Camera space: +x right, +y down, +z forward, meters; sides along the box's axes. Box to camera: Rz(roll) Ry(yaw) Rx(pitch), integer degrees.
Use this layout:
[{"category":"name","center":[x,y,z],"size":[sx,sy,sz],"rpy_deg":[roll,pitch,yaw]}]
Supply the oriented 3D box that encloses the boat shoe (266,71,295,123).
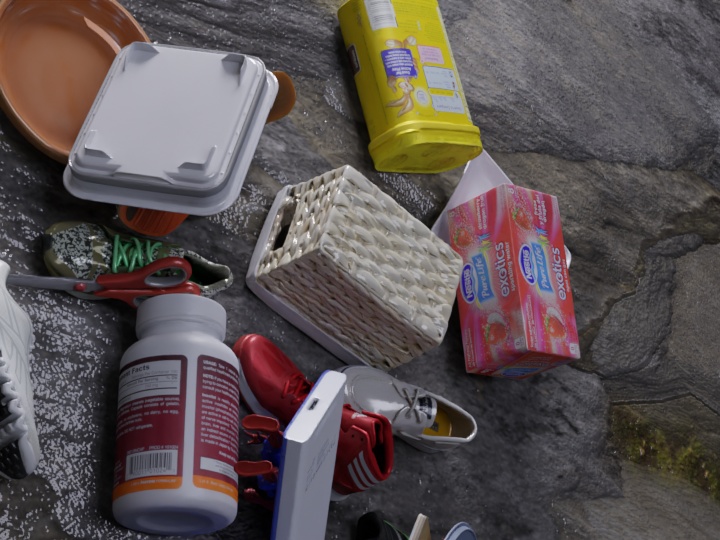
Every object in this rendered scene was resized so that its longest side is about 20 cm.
[{"category":"boat shoe","center":[-0.150,-0.168,1.482],"size":[0.199,0.070,0.071],"rpy_deg":[-16,102,-55]}]

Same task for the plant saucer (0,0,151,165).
[{"category":"plant saucer","center":[-0.280,-0.188,1.398],"size":[0.199,0.037,0.202],"rpy_deg":[20,59,-38]}]

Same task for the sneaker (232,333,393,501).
[{"category":"sneaker","center":[-0.035,0.133,1.427],"size":[0.201,0.115,0.079],"rpy_deg":[52,44,-15]}]

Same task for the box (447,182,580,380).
[{"category":"box","center":[0.174,0.015,1.651],"size":[0.094,0.102,0.202],"rpy_deg":[11,66,-40]}]

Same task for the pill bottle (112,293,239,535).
[{"category":"pill bottle","center":[-0.166,0.130,1.305],"size":[0.112,0.113,0.202],"rpy_deg":[19,59,-37]}]

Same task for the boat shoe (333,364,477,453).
[{"category":"boat shoe","center":[0.049,0.147,1.522],"size":[0.199,0.069,0.072],"rpy_deg":[30,59,-39]}]

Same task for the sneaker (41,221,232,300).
[{"category":"sneaker","center":[-0.204,-0.011,1.350],"size":[0.199,0.088,0.078],"rpy_deg":[16,61,-38]}]

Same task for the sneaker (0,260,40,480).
[{"category":"sneaker","center":[-0.308,0.078,1.227],"size":[0.081,0.075,0.202],"rpy_deg":[-11,80,-55]}]

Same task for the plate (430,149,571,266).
[{"category":"plate","center":[0.165,-0.019,1.753],"size":[0.200,0.032,0.200],"rpy_deg":[47,46,-18]}]

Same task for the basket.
[{"category":"basket","center":[0.000,0.000,1.518],"size":[0.200,0.123,0.137],"rpy_deg":[38,50,-26]}]

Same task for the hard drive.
[{"category":"hard drive","center":[-0.053,0.211,1.325],"size":[0.132,0.025,0.202],"rpy_deg":[-55,155,-62]}]

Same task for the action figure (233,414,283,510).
[{"category":"action figure","center":[-0.083,0.186,1.335],"size":[0.200,0.051,0.066],"rpy_deg":[70,22,-67]}]

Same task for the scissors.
[{"category":"scissors","center":[-0.246,0.019,1.315],"size":[0.198,0.073,0.014],"rpy_deg":[-6,55,-10]}]

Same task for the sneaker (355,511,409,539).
[{"category":"sneaker","center":[-0.016,0.313,1.403],"size":[0.084,0.077,0.200],"rpy_deg":[49,35,-7]}]

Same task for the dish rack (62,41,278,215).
[{"category":"dish rack","center":[-0.177,-0.144,1.337],"size":[0.170,0.044,0.201],"rpy_deg":[9,51,9]}]

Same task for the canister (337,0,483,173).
[{"category":"canister","center":[0.057,-0.226,1.706],"size":[0.148,0.086,0.202],"rpy_deg":[-1,71,-44]}]

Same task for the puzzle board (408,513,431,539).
[{"category":"puzzle board","center":[0.032,0.359,1.392],"size":[0.152,0.017,0.201],"rpy_deg":[79,30,-49]}]

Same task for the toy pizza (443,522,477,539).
[{"category":"toy pizza","center":[0.073,0.349,1.432],"size":[0.200,0.031,0.203],"rpy_deg":[11,90,-70]}]

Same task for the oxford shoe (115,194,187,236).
[{"category":"oxford shoe","center":[-0.192,-0.086,1.402],"size":[0.073,0.072,0.200],"rpy_deg":[39,21,12]}]
